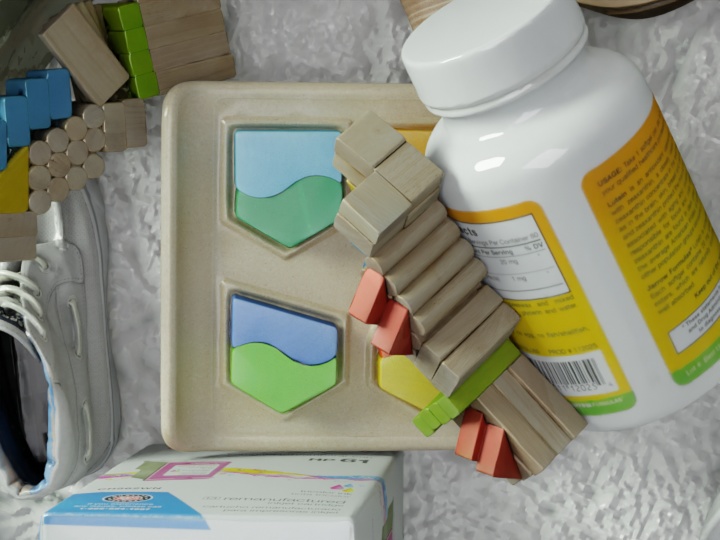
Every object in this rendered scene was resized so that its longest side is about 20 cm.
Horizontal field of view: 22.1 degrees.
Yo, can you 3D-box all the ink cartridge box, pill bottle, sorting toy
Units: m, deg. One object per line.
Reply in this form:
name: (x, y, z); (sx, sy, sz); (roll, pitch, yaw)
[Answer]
ink cartridge box: (-0.059, 0.138, 0.891); (0.144, 0.200, 0.085); (0, 93, 7)
pill bottle: (0.098, -0.034, 0.863); (0.111, 0.111, 0.201); (-25, 114, 10)
sorting toy: (0.000, 0.000, 0.919); (0.199, 0.036, 0.186); (0, 97, -10)

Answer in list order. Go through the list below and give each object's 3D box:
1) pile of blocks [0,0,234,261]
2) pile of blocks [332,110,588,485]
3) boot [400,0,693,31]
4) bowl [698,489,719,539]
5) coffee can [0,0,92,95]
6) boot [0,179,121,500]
pile of blocks: (-0.151, -0.081, 0.911); (0.200, 0.062, 0.082); (-46, 118, -23)
pile of blocks: (0.026, 0.027, 0.855); (0.062, 0.082, 0.201); (-41, 112, -28)
boot: (0.100, -0.194, 0.896); (0.199, 0.074, 0.156); (-15, 90, 6)
bowl: (0.278, 0.113, 0.860); (0.199, 0.200, 0.075); (26, 57, -5)
coffee can: (-0.236, -0.184, 0.904); (0.200, 0.146, 0.147); (35, 100, 2)
boot: (-0.169, 0.016, 0.942); (0.073, 0.096, 0.201); (-11, 95, 9)
